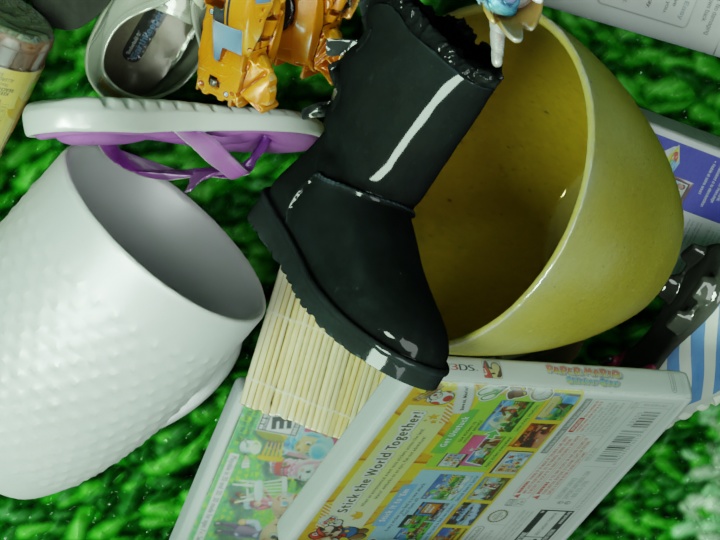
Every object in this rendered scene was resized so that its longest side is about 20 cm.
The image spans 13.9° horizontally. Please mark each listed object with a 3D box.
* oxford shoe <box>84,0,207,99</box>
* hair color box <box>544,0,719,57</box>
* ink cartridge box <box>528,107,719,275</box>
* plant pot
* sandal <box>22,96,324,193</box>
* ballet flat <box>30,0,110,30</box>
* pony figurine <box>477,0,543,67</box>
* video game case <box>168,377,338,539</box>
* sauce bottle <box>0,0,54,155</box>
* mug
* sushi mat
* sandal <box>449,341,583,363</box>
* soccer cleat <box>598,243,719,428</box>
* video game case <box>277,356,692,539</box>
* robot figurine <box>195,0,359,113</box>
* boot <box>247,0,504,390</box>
[{"bbox_3d":[-0.095,-0.177,1.662,0.075,0.058,0.200,22,105,-20],"label":"oxford shoe"},{"bbox_3d":[0.203,-0.183,1.731,0.200,0.061,0.099,14,109,-18],"label":"hair color box"},{"bbox_3d":[0.201,-0.034,1.807,0.200,0.039,0.100,20,106,-19],"label":"ink cartridge box"},{"bbox_3d":[0.101,-0.036,1.680,0.142,0.200,0.200,19,108,-42],"label":"plant pot"},{"bbox_3d":[-0.107,-0.068,1.668,0.202,0.082,0.050,2,88,-41],"label":"sandal"},{"bbox_3d":[-0.143,-0.226,1.620,0.068,0.068,0.200,29,103,17],"label":"ballet flat"},{"bbox_3d":[0.083,-0.225,1.605,0.166,0.200,0.193,13,109,-18],"label":"pony figurine"},{"bbox_3d":[-0.021,0.161,1.818,0.182,0.022,0.200,12,124,-18],"label":"video game case"},{"bbox_3d":[-0.239,-0.064,1.670,0.065,0.065,0.200,21,115,-21],"label":"sauce bottle"},{"bbox_3d":[-0.149,0.045,1.708,0.175,0.148,0.200,-48,145,17],"label":"mug"},{"bbox_3d":[0.000,0.000,1.732,0.096,0.012,0.200,19,79,-14],"label":"sushi mat"},{"bbox_3d":[0.036,0.040,1.790,0.200,0.054,0.080,-9,125,-14],"label":"sandal"},{"bbox_3d":[0.195,0.067,1.806,0.086,0.070,0.200,22,127,-22],"label":"soccer cleat"},{"bbox_3d":[0.069,0.111,1.724,0.182,0.023,0.200,4,146,-24],"label":"video game case"},{"bbox_3d":[-0.031,-0.193,1.640,0.145,0.058,0.200,-27,138,-52],"label":"robot figurine"},{"bbox_3d":[0.024,-0.050,1.608,0.073,0.198,0.163,21,110,-38],"label":"boot"}]
